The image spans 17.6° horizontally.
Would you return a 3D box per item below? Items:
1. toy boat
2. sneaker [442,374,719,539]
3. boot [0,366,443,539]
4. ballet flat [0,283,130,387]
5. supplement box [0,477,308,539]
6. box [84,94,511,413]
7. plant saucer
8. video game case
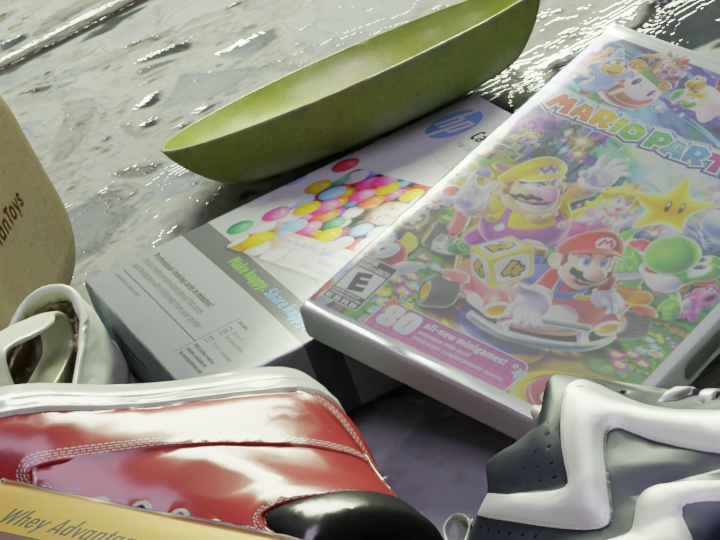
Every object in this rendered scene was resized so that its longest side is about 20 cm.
[{"bbox_3d":[-0.215,0.003,1.031,0.131,0.131,0.200,-21,23,16],"label":"toy boat"},{"bbox_3d":[0.113,0.057,0.721,0.199,0.080,0.130,-37,36,-11],"label":"sneaker"},{"bbox_3d":[-0.079,0.094,0.774,0.200,0.073,0.144,-10,24,-17],"label":"boot"},{"bbox_3d":[-0.139,0.068,0.908,0.069,0.070,0.200,-13,26,15],"label":"ballet flat"},{"bbox_3d":[-0.073,0.170,0.562,0.197,0.133,0.200,5,34,44],"label":"supplement box"},{"bbox_3d":[0.000,0.000,0.976,0.200,0.041,0.156,-25,25,-13],"label":"box"},{"bbox_3d":[0.000,-0.086,1.120,0.200,0.031,0.200,-24,10,4],"label":"plant saucer"},{"bbox_3d":[0.094,-0.016,0.892,0.143,0.018,0.200,25,54,36],"label":"video game case"}]
